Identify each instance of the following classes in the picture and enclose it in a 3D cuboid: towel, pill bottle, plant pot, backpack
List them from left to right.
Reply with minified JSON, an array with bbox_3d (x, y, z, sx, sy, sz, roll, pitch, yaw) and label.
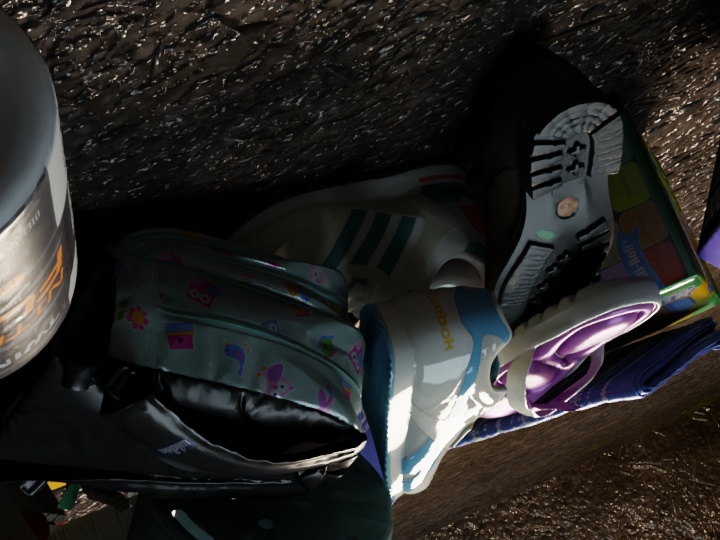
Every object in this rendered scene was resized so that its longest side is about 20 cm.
[{"bbox_3d":[-0.160,-0.018,0.603,0.106,0.107,0.200,-22,165,-14],"label":"pill bottle"},{"bbox_3d":[-0.089,0.054,0.860,0.198,0.128,0.167,12,155,-26],"label":"backpack"},{"bbox_3d":[-0.069,0.207,0.970,0.199,0.200,0.197,-14,129,-39],"label":"plant pot"},{"bbox_3d":[0.146,0.087,1.126,0.199,0.024,0.144,-23,-179,38],"label":"towel"}]

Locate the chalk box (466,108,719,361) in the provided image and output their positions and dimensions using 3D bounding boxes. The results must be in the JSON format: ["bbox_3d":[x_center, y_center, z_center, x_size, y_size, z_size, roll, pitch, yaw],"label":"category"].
[{"bbox_3d":[0.154,-0.020,1.075,0.123,0.125,0.200,-24,167,13],"label":"chalk box"}]

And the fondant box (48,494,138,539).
[{"bbox_3d":[-0.127,0.196,1.131,0.198,0.059,0.145,-20,158,-8],"label":"fondant box"}]

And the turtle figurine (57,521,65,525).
[{"bbox_3d":[-0.282,0.219,1.186,0.101,0.149,0.200,-49,-161,15],"label":"turtle figurine"}]

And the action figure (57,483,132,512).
[{"bbox_3d":[-0.152,0.114,1.031,0.119,0.055,0.200,-55,-179,-16],"label":"action figure"}]

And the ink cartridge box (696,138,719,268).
[{"bbox_3d":[0.251,-0.075,0.969,0.043,0.202,0.198,12,163,2],"label":"ink cartridge box"}]

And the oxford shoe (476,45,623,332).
[{"bbox_3d":[0.102,-0.045,0.933,0.072,0.085,0.201,-12,138,-19],"label":"oxford shoe"}]

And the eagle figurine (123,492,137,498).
[{"bbox_3d":[-0.109,0.196,1.337,0.151,0.201,0.151,2,-132,36],"label":"eagle figurine"}]

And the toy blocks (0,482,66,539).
[{"bbox_3d":[-0.230,0.143,0.910,0.100,0.137,0.200,-44,153,10],"label":"toy blocks"}]

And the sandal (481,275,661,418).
[{"bbox_3d":[0.117,0.063,0.988,0.082,0.050,0.203,-7,158,-23],"label":"sandal"}]

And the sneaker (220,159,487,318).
[{"bbox_3d":[0.000,0.000,0.957,0.199,0.094,0.070,-17,162,-34],"label":"sneaker"}]

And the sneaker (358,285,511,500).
[{"bbox_3d":[0.044,0.077,0.958,0.080,0.077,0.200,-13,154,-9],"label":"sneaker"}]

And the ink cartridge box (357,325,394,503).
[{"bbox_3d":[0.033,0.070,1.094,0.044,0.094,0.200,13,-129,41],"label":"ink cartridge box"}]

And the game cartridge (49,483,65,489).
[{"bbox_3d":[-0.230,0.122,1.114,0.199,0.033,0.176,-17,163,-39],"label":"game cartridge"}]

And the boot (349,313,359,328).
[{"bbox_3d":[-0.023,0.067,1.180,0.199,0.077,0.155,-31,163,27],"label":"boot"}]
